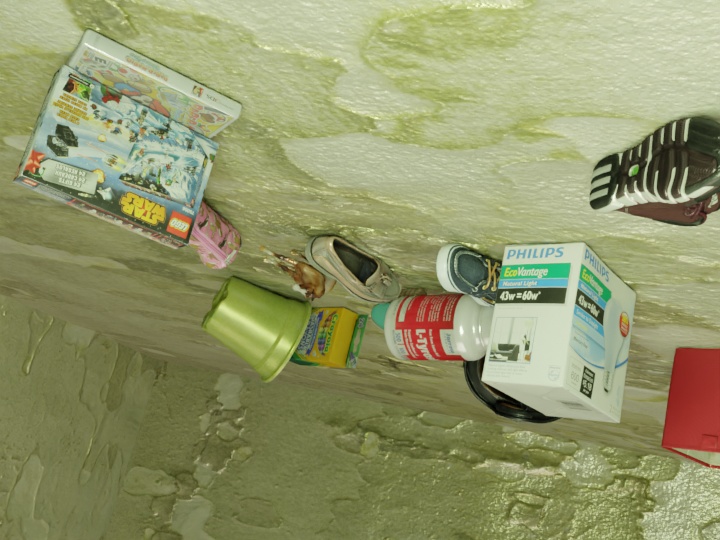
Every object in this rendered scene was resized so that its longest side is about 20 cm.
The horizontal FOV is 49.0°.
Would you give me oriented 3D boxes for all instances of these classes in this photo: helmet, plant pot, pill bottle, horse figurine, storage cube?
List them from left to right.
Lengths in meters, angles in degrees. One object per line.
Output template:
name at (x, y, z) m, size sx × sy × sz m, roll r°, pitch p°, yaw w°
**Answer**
plant pot at (-0.236, 0.111, 1.717) m, size 0.184 × 0.201 × 0.200 m, roll 32°, pitch 160°, yaw -15°
horse figurine at (-0.090, 0.005, 1.332) m, size 0.132 × 0.050 × 0.200 m, roll 28°, pitch -176°, yaw 17°
pill bottle at (0.149, 0.096, 1.327) m, size 0.200 × 0.113 × 0.112 m, roll -4°, pitch 156°, yaw 35°
helmet at (0.295, 0.177, 1.426) m, size 0.199 × 0.201 × 0.191 m, roll 19°, pitch -176°, yaw -17°
storage cube at (0.644, 0.241, 1.346) m, size 0.171 × 0.180 × 0.200 m, roll 25°, pitch 162°, yaw -33°

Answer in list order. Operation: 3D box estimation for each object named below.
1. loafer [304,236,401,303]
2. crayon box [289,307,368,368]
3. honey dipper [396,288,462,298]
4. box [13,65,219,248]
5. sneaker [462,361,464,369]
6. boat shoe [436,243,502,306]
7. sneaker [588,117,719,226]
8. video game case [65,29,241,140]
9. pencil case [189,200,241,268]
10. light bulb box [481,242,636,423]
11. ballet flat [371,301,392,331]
loafer at (0.000, 0.000, 1.307) m, size 0.200 × 0.072 × 0.063 m, roll 29°, pitch 152°, yaw -33°
crayon box at (-0.079, 0.150, 1.775) m, size 0.052 × 0.126 × 0.200 m, roll 28°, pitch 159°, yaw -38°
honey dipper at (0.150, 0.047, 1.392) m, size 0.200 × 0.038 × 0.038 m, roll -5°, pitch 155°, yaw 43°
box at (-0.273, -0.125, 0.906) m, size 0.200 × 0.137 × 0.040 m, roll 25°, pitch 159°, yaw -32°
sneaker at (0.323, 0.192, 1.694) m, size 0.200 × 0.076 × 0.115 m, roll 5°, pitch 154°, yaw 6°
boat shoe at (0.192, 0.008, 1.168) m, size 0.091 × 0.071 × 0.200 m, roll 2°, pitch 167°, yaw 34°
sneaker at (0.315, -0.085, 0.745) m, size 0.115 × 0.076 × 0.200 m, roll 14°, pitch 175°, yaw -15°
video game case at (-0.260, -0.199, 0.933) m, size 0.182 × 0.023 × 0.200 m, roll 23°, pitch 162°, yaw -27°
pencil case at (-0.260, -0.071, 1.263) m, size 0.086 × 0.083 × 0.200 m, roll 10°, pitch 163°, yaw 17°
light bulb box at (0.284, 0.089, 1.109) m, size 0.125 × 0.201 × 0.198 m, roll -2°, pitch 158°, yaw 40°
ballet flat at (0.121, 0.103, 1.568) m, size 0.199 × 0.069 × 0.071 m, roll 7°, pitch -178°, yaw 24°
